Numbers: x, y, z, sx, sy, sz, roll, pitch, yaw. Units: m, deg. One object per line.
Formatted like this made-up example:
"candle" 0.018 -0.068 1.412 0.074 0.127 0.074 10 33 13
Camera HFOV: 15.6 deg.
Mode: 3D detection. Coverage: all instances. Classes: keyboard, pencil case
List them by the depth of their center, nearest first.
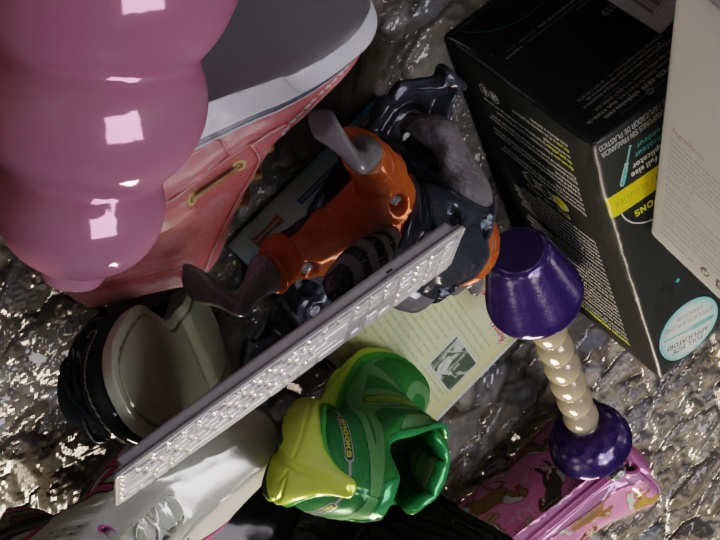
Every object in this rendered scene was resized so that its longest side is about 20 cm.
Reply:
"keyboard" -0.033 0.043 1.212 0.199 0.011 0.056 -35 162 -15
"pencil case" 0.086 0.166 1.597 0.200 0.083 0.087 -37 144 -14

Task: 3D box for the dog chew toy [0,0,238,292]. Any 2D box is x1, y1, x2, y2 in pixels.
"dog chew toy" -0.120 -0.089 1.166 0.124 0.124 0.201 -8 114 -39

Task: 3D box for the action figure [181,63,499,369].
"action figure" 0.000 0.000 1.313 0.193 0.104 0.201 0 123 -55

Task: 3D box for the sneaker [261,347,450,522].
"sneaker" 0.007 0.096 1.370 0.200 0.083 0.074 -37 150 -73

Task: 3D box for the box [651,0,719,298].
"box" 0.226 -0.080 1.302 0.124 0.098 0.201 -32 148 -20

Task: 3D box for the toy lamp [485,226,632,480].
"toy lamp" 0.110 0.047 1.495 0.058 0.058 0.200 -39 141 -13

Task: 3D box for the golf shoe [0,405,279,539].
"golf shoe" -0.123 0.139 1.341 0.199 0.092 0.073 -32 117 -1

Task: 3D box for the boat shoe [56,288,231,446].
"boat shoe" -0.115 0.053 1.283 0.066 0.199 0.075 -22 100 10

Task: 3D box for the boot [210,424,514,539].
"boot" -0.029 0.157 1.424 0.210 0.158 0.080 -21 133 -31

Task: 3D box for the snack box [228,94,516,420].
"snack box" 0.019 0.006 1.448 0.116 0.037 0.200 -45 140 -6

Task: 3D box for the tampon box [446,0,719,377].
"tampon box" 0.163 -0.074 1.451 0.150 0.126 0.200 -38 139 -13

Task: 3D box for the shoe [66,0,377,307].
"shoe" -0.074 -0.062 1.290 0.199 0.071 0.091 -32 138 -13

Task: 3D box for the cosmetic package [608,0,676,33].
"cosmetic package" 0.198 -0.230 1.303 0.151 0.052 0.200 -60 -175 -33
